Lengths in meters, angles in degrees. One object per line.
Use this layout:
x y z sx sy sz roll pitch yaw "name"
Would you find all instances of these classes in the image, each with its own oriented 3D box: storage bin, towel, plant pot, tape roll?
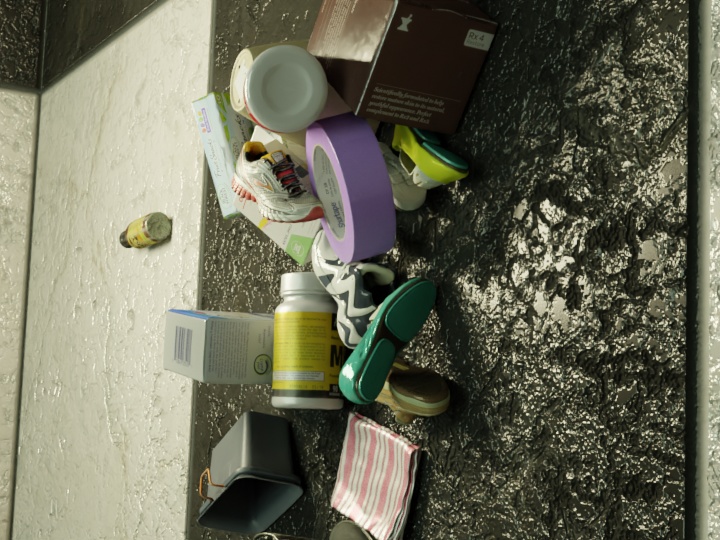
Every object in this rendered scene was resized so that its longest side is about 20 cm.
-0.193 0.329 1.970 0.200 0.143 0.136 -50 34 44 "storage bin"
0.016 0.295 1.698 0.199 0.030 0.149 18 97 60 "towel"
-0.092 -0.273 1.814 0.187 0.197 0.191 -19 69 60 "plant pot"
-0.015 -0.116 1.659 0.200 0.065 0.204 164 90 -75 "tape roll"

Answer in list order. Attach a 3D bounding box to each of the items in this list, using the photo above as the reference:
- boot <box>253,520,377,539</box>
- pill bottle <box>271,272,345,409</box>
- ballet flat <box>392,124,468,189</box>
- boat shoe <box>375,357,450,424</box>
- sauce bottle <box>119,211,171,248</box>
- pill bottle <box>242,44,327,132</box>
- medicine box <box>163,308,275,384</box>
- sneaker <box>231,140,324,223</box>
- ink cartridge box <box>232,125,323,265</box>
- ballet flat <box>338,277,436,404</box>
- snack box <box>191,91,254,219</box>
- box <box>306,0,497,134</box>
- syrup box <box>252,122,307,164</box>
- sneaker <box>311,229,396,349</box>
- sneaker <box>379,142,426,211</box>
-0.063 0.393 1.655 0.181 0.197 0.074 12 94 59 "boot"
-0.078 0.109 1.816 0.114 0.113 0.204 -10 77 59 "pill bottle"
0.090 -0.150 1.614 0.068 0.066 0.200 -63 29 19 "ballet flat"
0.065 0.173 1.616 0.200 0.070 0.078 -155 59 -66 "boat shoe"
-0.473 -0.082 2.590 0.199 0.064 0.066 -15 72 60 "sauce bottle"
-0.106 -0.246 1.634 0.200 0.110 0.114 -139 57 -81 "pill bottle"
-0.198 0.124 1.936 0.181 0.197 0.105 5 91 60 "medicine box"
-0.123 -0.128 1.735 0.199 0.077 0.083 34 123 40 "sneaker"
-0.126 -0.119 1.858 0.199 0.067 0.118 40 131 16 "ink cartridge box"
0.028 0.088 1.600 0.070 0.067 0.201 3 54 50 "ballet flat"
-0.206 -0.195 2.009 0.052 0.142 0.203 -16 90 25 "snack box"
0.050 -0.312 1.613 0.201 0.164 0.166 55 130 49 "box"
-0.118 -0.208 1.973 0.082 0.078 0.202 -52 43 43 "syrup box"
0.000 0.000 1.734 0.130 0.078 0.202 -48 46 44 "sneaker"
0.042 -0.117 1.707 0.200 0.076 0.083 -127 32 -57 "sneaker"
